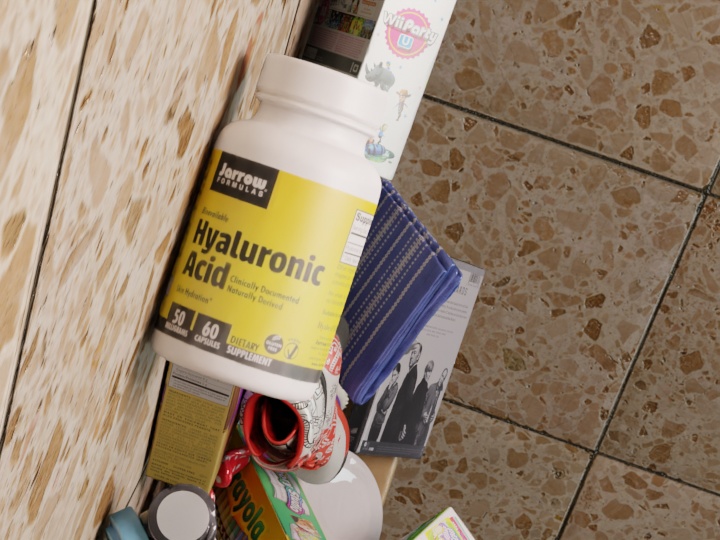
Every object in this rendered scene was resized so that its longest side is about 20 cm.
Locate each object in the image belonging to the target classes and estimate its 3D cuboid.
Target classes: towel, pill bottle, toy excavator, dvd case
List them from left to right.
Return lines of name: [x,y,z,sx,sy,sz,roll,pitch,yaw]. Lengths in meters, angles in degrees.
toy excavator: [-0.160,0.267,1.219,0.195,0.199,0.100,63,-12,14]
pill bottle: [-0.085,0.230,1.665,0.199,0.112,0.113,-18,-139,42]
pill bottle: [-0.051,-0.028,1.142,0.111,0.111,0.201,-6,114,-89]
towel: [0.000,0.000,1.499,0.145,0.024,0.200,-54,-139,17]
dvd case: [0.052,0.081,1.745,0.150,0.025,0.201,17,91,-63]

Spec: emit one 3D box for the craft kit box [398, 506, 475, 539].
craft kit box: [-0.021,0.300,1.555,0.200,0.049,0.197,-35,174,-47]

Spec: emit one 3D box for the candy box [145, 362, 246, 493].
candy box: [-0.105,0.059,1.351,0.117,0.056,0.201,-69,179,-46]

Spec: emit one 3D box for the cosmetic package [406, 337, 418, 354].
cosmetic package: [-0.011,-0.016,1.630,0.107,0.090,0.201,104,-25,-79]

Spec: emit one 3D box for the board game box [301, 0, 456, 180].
board game box: [0.009,-0.187,1.468,0.147,0.064,0.201,34,-73,66]

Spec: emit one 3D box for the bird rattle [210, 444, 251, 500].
bird rattle: [-0.154,0.215,1.463,0.201,0.112,0.163,-89,-156,-47]

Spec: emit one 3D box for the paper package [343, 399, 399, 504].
paper package: [-0.055,0.165,1.874,0.103,0.199,0.192,-46,156,-83]

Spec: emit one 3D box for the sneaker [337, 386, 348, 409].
sneaker: [-0.084,0.094,1.573,0.100,0.069,0.200,-47,145,-9]

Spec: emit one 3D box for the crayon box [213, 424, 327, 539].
crayon box: [-0.108,0.251,1.517,0.173,0.058,0.200,-58,-153,12]

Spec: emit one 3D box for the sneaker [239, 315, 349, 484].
sneaker: [-0.055,0.127,1.422,0.202,0.067,0.108,95,18,-46]
